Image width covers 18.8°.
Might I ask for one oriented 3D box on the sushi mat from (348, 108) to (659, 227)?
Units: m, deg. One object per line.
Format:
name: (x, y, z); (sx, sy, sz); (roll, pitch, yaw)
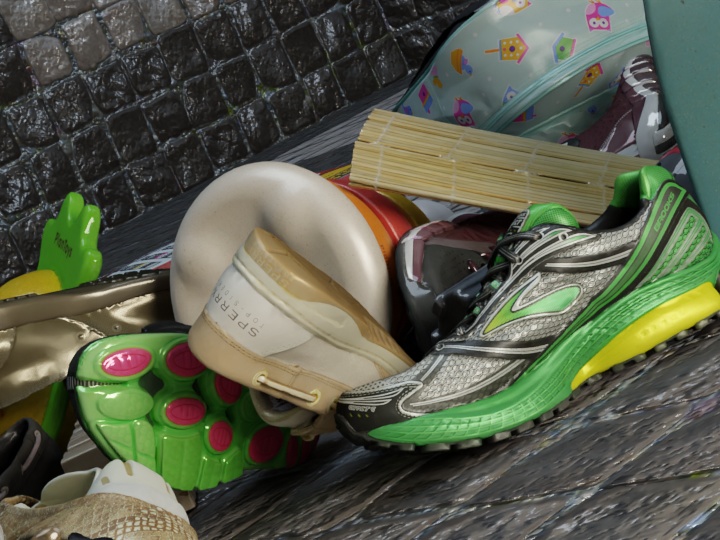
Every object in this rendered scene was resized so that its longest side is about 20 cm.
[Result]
sushi mat: (0.095, -0.051, 1.202); (0.200, 0.012, 0.096); (11, 31, 6)

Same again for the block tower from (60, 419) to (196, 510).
block tower: (-0.125, 0.100, 1.201); (0.058, 0.054, 0.200); (-24, 6, 0)

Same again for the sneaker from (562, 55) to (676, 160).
sneaker: (0.154, -0.079, 1.424); (0.115, 0.076, 0.200); (-27, 7, 11)

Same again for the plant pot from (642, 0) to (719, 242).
plant pot: (0.219, -0.117, 1.029); (0.141, 0.200, 0.141); (-19, 10, 37)

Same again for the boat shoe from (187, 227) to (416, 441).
boat shoe: (-0.025, 0.042, 1.014); (0.069, 0.074, 0.200); (-46, -29, 2)

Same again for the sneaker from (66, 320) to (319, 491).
sneaker: (-0.088, 0.064, 1.060); (0.084, 0.077, 0.200); (13, -2, 26)

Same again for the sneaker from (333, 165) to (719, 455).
sneaker: (0.072, 0.020, 0.992); (0.200, 0.085, 0.078); (-30, 8, -15)

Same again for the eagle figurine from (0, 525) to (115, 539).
eagle figurine: (-0.119, 0.140, 0.741); (0.152, 0.151, 0.200); (16, -20, 10)

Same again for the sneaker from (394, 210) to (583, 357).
sneaker: (0.092, -0.009, 1.195); (0.115, 0.076, 0.200); (-17, 11, 17)

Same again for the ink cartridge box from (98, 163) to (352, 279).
ink cartridge box: (-0.064, 0.003, 1.423); (0.200, 0.084, 0.176); (-27, 7, -23)

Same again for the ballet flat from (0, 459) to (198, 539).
ballet flat: (-0.120, 0.116, 0.973); (0.200, 0.070, 0.065); (-13, 51, 53)

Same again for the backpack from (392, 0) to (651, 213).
backpack: (0.133, -0.136, 1.582); (0.176, 0.153, 0.200); (-26, -18, -22)

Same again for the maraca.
maraca: (-0.201, 0.051, 1.370); (0.107, 0.200, 0.137); (14, 7, -27)

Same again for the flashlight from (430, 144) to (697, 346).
flashlight: (0.124, -0.010, 1.090); (0.200, 0.068, 0.068); (-26, -7, -30)

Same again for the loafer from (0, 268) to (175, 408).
loafer: (-0.152, 0.039, 1.275); (0.200, 0.068, 0.076); (-10, 4, -24)

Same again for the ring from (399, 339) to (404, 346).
ring: (-0.033, 0.054, 1.369); (0.200, 0.019, 0.200); (-24, 8, 4)

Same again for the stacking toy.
stacking toy: (0.000, 0.000, 1.259); (0.146, 0.146, 0.200); (-20, -2, 35)

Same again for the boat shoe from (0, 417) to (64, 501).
boat shoe: (-0.228, 0.142, 1.227); (0.067, 0.057, 0.200); (-21, 8, 28)
